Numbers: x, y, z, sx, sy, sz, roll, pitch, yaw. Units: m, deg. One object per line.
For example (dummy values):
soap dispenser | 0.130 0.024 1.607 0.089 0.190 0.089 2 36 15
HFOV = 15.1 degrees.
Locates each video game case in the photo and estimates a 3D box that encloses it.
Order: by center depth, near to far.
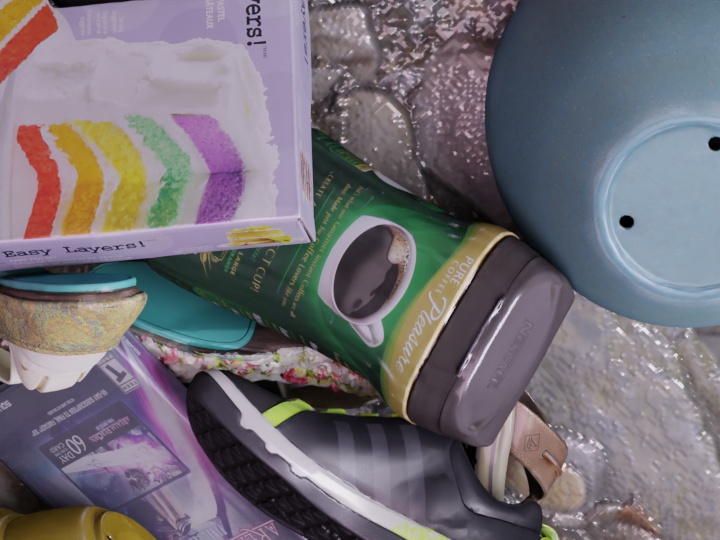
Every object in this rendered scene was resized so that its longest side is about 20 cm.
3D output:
video game case | -0.103 0.118 1.420 0.200 0.019 0.143 47 138 -13

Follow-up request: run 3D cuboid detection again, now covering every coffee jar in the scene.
coffee jar | 0.000 0.000 1.322 0.199 0.085 0.105 30 88 18

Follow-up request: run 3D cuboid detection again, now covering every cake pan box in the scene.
cake pan box | -0.116 -0.104 1.298 0.183 0.052 0.201 -3 74 5

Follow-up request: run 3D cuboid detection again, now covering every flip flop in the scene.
flip flop | 0.079 0.079 1.402 0.057 0.081 0.201 -1 107 -11

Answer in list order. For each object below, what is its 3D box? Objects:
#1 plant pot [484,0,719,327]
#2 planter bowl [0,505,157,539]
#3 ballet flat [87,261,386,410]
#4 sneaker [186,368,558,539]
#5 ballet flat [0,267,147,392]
plant pot | 0.156 -0.054 1.302 0.199 0.135 0.201 2 112 4
planter bowl | -0.133 0.183 1.391 0.083 0.201 0.201 -38 105 10
ballet flat | -0.048 0.042 1.393 0.199 0.076 0.064 7 125 5
sneaker | 0.007 0.098 1.346 0.200 0.072 0.083 35 68 -3
ballet flat | -0.162 0.026 1.339 0.070 0.200 0.071 -5 99 -34
